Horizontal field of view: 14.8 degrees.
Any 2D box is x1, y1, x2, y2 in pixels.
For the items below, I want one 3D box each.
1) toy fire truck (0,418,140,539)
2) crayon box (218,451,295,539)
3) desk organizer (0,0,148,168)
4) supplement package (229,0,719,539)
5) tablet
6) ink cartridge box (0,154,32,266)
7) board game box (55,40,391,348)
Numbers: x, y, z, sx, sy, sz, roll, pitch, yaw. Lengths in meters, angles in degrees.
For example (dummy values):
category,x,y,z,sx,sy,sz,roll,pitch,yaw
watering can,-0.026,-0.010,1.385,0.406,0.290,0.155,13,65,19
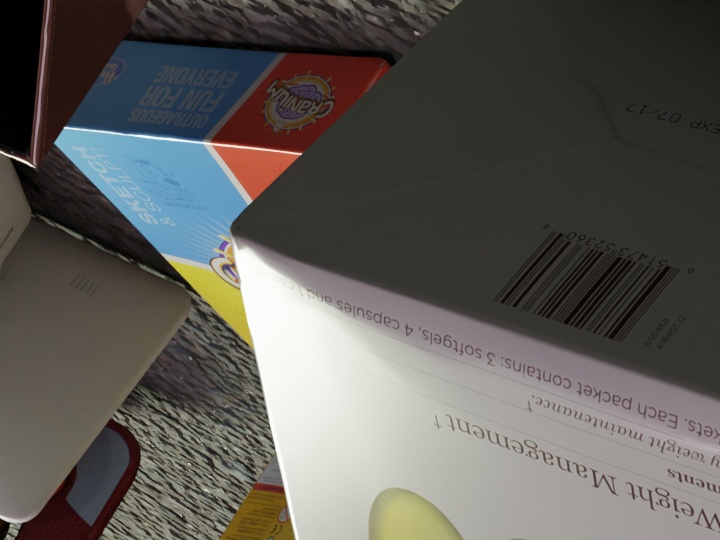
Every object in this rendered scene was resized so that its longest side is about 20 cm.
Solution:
category,x,y,z,sx,sy,sz,roll,pitch,yaw
toy fire truck,-0.214,0.085,1.284,0.199,0.168,0.112,31,160,4
crayon box,0.026,0.116,1.084,0.058,0.119,0.199,46,156,-29
desk organizer,-0.171,-0.114,0.904,0.199,0.077,0.072,23,158,22
supplement package,0.094,0.052,0.731,0.190,0.147,0.201,18,136,32
tablet,-0.184,0.015,1.142,0.199,0.130,0.014,25,147,18
ink cartridge box,-0.224,-0.068,1.064,0.145,0.084,0.200,23,155,19
board game box,0.000,0.000,0.971,0.153,0.040,0.200,9,149,47
